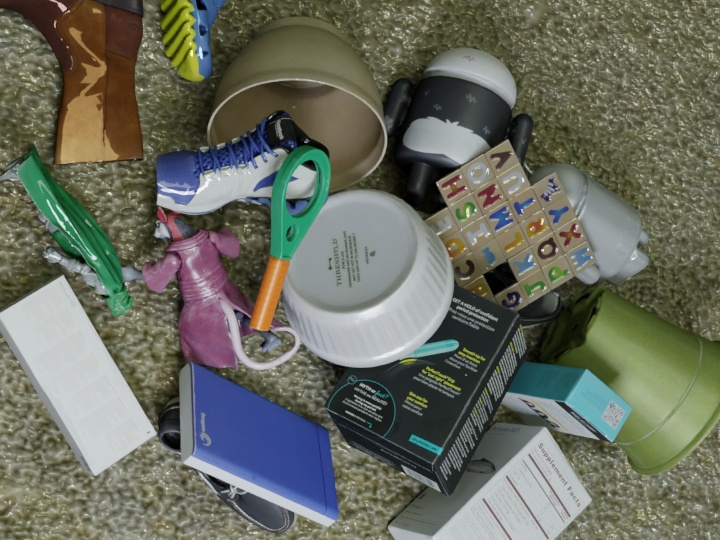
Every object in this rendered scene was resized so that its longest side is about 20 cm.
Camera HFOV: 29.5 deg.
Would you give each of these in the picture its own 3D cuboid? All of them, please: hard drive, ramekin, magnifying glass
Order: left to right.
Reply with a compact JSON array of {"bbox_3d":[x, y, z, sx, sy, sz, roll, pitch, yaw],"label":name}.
[{"bbox_3d":[-0.112,0.192,1.512,0.199,0.025,0.132,30,32,-31],"label":"hard drive"},{"bbox_3d":[-0.079,-0.034,1.442,0.079,0.022,0.201,4,104,-58],"label":"magnifying glass"},{"bbox_3d":[0.000,0.000,1.537,0.203,0.202,0.094,-57,154,-18],"label":"ramekin"}]

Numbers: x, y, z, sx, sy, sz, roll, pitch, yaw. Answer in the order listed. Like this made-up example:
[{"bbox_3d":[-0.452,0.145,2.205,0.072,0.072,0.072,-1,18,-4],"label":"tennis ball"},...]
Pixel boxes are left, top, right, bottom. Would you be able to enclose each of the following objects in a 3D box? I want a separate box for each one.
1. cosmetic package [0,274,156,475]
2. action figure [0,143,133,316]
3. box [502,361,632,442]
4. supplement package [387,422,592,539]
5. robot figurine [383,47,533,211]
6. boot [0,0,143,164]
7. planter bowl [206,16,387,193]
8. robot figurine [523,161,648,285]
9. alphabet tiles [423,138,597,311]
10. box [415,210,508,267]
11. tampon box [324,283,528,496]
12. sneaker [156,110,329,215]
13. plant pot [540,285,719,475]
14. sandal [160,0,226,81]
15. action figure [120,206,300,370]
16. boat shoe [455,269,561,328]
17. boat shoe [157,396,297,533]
[{"bbox_3d":[-0.306,0.112,1.466,0.082,0.051,0.201,-32,100,-22],"label":"cosmetic package"},{"bbox_3d":[-0.306,-0.035,1.458,0.055,0.118,0.201,-31,107,9],"label":"action figure"},{"bbox_3d":[0.233,0.153,1.645,0.082,0.200,0.049,39,75,-19],"label":"box"},{"bbox_3d":[0.156,0.291,1.646,0.200,0.117,0.118,-40,104,-23],"label":"supplement package"},{"bbox_3d":[0.114,-0.169,1.654,0.150,0.124,0.201,27,75,-32],"label":"robot figurine"},{"bbox_3d":[-0.326,-0.215,1.486,0.187,0.068,0.202,0,94,-34],"label":"boot"},{"bbox_3d":[-0.068,-0.197,1.542,0.199,0.200,0.135,19,52,-24],"label":"planter bowl"},{"bbox_3d":[0.274,-0.061,1.729,0.199,0.113,0.170,31,41,-22],"label":"robot figurine"},{"bbox_3d":[0.173,-0.048,1.623,0.167,0.008,0.201,-31,114,-2],"label":"alphabet tiles"},{"bbox_3d":[0.102,-0.043,1.684,0.199,0.041,0.039,12,81,-24],"label":"box"},{"bbox_3d":[0.080,0.126,1.581,0.149,0.126,0.201,25,72,22],"label":"tampon box"},{"bbox_3d":[-0.120,-0.123,1.471,0.198,0.115,0.081,1,52,-17],"label":"sneaker"},{"bbox_3d":[0.333,0.119,1.713,0.190,0.200,0.201,36,72,-11],"label":"plant pot"},{"bbox_3d":[-0.182,-0.314,1.544,0.087,0.079,0.202,-5,90,-30],"label":"sandal"},{"bbox_3d":[-0.175,0.019,1.492,0.134,0.149,0.201,-32,114,-18],"label":"action figure"},{"bbox_3d":[0.172,0.034,1.700,0.199,0.068,0.072,10,82,-27],"label":"boat shoe"},{"bbox_3d":[-0.150,0.228,1.514,0.073,0.063,0.200,-38,103,21],"label":"boat shoe"}]
